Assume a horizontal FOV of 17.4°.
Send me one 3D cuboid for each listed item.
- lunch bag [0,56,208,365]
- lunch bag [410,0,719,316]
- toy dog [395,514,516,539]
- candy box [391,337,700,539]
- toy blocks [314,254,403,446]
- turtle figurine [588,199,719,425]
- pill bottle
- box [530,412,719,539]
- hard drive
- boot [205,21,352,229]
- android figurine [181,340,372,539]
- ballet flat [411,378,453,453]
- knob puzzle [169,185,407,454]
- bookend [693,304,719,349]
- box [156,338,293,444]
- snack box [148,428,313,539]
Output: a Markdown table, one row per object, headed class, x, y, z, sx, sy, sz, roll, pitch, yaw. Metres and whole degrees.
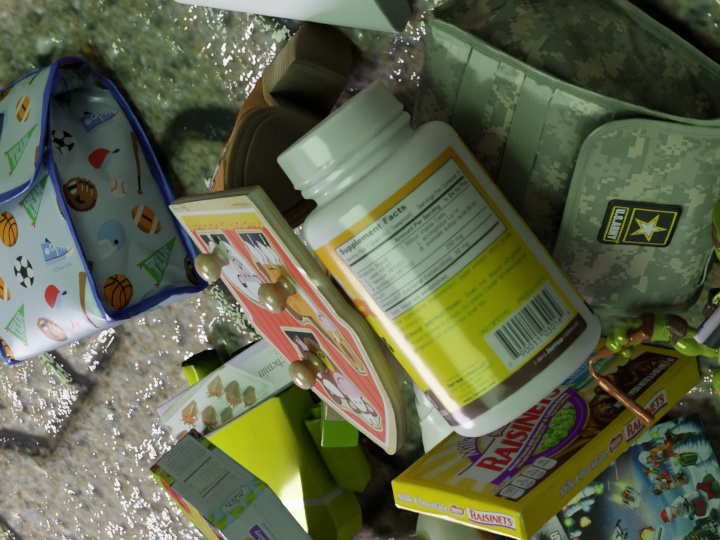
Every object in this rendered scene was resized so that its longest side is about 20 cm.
| class | x | y | z | sx | sy | sz | roll | pitch | yaw |
| --- | --- | --- | --- | --- | --- | --- | --- | --- | --- |
| lunch bag | -0.232 | -0.047 | 1.785 | 0.170 | 0.124 | 0.201 | -19 | 91 | 49 |
| lunch bag | 0.134 | -0.071 | 1.412 | 0.200 | 0.118 | 0.164 | 29 | 138 | 17 |
| toy dog | 0.109 | 0.222 | 1.611 | 0.200 | 0.139 | 0.194 | -141 | 68 | -69 |
| candy box | 0.119 | 0.101 | 1.487 | 0.102 | 0.200 | 0.026 | 7 | 121 | 40 |
| toy blocks | 0.000 | 0.000 | 1.591 | 0.100 | 0.137 | 0.200 | 0 | 130 | -6 |
| turtle figurine | 0.244 | 0.030 | 1.404 | 0.199 | 0.065 | 0.162 | 13 | 134 | 5 |
| pill bottle | 0.042 | -0.009 | 1.371 | 0.200 | 0.109 | 0.109 | 52 | 141 | -5 |
| box | 0.184 | 0.204 | 1.492 | 0.040 | 0.136 | 0.201 | 85 | 167 | -68 |
| hard drive | -0.075 | -0.213 | 1.535 | 0.200 | 0.026 | 0.132 | 12 | 153 | 38 |
| boot | -0.070 | -0.056 | 1.562 | 0.076 | 0.200 | 0.155 | 22 | 134 | -14 |
| android figurine | -0.066 | 0.151 | 1.830 | 0.182 | 0.041 | 0.200 | -14 | 106 | 47 |
| ballet flat | 0.073 | 0.059 | 1.601 | 0.069 | 0.069 | 0.200 | 42 | 134 | 12 |
| knob puzzle | -0.041 | 0.039 | 1.454 | 0.220 | 0.030 | 0.220 | 45 | 163 | 18 |
| bookend | 0.317 | 0.028 | 1.241 | 0.199 | 0.200 | 0.092 | 44 | 141 | 10 |
| box | -0.069 | 0.073 | 1.736 | 0.200 | 0.041 | 0.039 | -34 | 85 | 37 |
| snack box | -0.059 | 0.219 | 1.734 | 0.200 | 0.053 | 0.142 | 53 | 169 | -27 |
